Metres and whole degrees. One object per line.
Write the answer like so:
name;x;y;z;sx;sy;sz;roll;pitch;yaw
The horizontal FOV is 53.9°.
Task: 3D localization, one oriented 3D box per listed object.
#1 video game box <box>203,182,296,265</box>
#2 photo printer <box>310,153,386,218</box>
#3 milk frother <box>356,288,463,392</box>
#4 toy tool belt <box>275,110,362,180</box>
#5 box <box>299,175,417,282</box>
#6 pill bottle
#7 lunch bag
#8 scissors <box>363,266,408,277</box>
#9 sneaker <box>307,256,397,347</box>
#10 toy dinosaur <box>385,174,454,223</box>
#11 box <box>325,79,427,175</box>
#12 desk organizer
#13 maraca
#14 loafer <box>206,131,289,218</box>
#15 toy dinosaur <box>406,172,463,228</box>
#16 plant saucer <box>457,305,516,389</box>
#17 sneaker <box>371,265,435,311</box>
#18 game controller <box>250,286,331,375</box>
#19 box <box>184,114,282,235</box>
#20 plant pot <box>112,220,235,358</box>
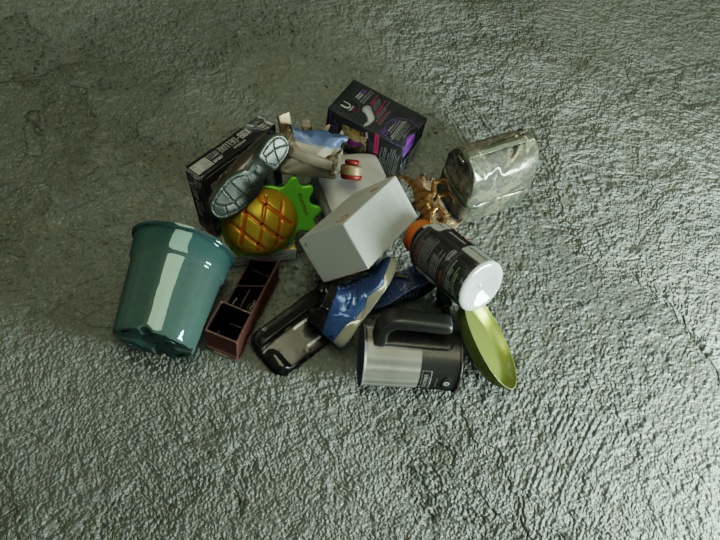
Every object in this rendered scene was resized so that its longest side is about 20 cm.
video game box;-0.239;-0.107;1.479;0.180;0.047;0.202;-9;61;-12
photo printer;-0.013;-0.165;1.535;0.165;0.070;0.201;-14;63;-17
milk frother;0.092;0.118;1.351;0.186;0.182;0.200;5;25;-7
toy tool belt;-0.080;-0.250;1.425;0.198;0.125;0.124;1;102;-28
box;-0.001;-0.080;1.349;0.200;0.124;0.098;-45;110;-44
pill bottle;0.164;-0.020;1.326;0.106;0.107;0.200;-25;44;-22
lunch bag;0.286;-0.222;1.560;0.198;0.168;0.140;-18;64;-19
scissors;0.000;0.000;1.427;0.199;0.014;0.073;25;56;33
sneaker;-0.022;0.035;1.353;0.111;0.077;0.201;36;86;-5
toy dinosaur;0.133;-0.154;1.465;0.105;0.061;0.201;-24;64;0
box;0.032;-0.323;1.615;0.199;0.106;0.123;31;57;10
desk organizer;-0.224;0.063;1.359;0.071;0.077;0.201;21;58;4
maraca;-0.176;-0.105;1.388;0.198;0.107;0.138;-23;107;-6
loafer;-0.217;-0.182;1.335;0.200;0.072;0.063;-48;44;-11
toy dinosaur;0.142;-0.095;1.511;0.134;0.086;0.201;19;61;2
plant saucer;0.237;0.138;1.353;0.031;0.200;0.202;-29;60;22
sneaker;0.076;0.041;1.433;0.198;0.078;0.071;-21;65;4
game controller;-0.113;0.115;1.376;0.199;0.042;0.105;-36;85;-25
box;-0.246;-0.189;1.405;0.050;0.158;0.200;32;58;25
plant pot;-0.351;0.043;1.295;0.198;0.201;0.198;13;66;-1
